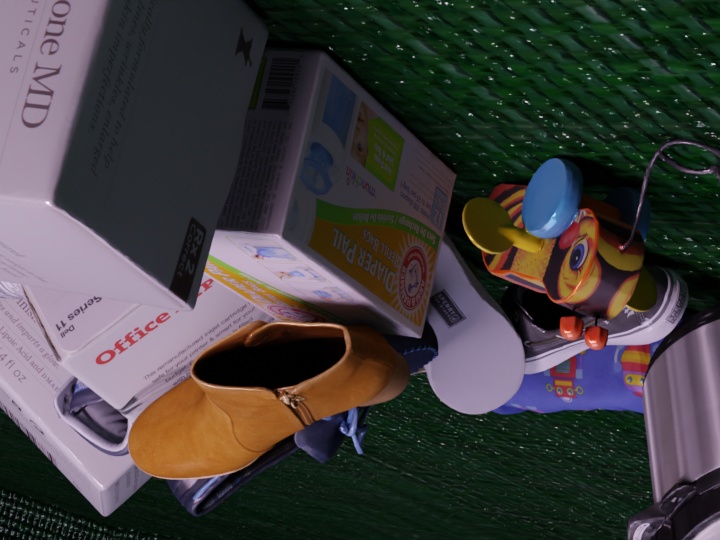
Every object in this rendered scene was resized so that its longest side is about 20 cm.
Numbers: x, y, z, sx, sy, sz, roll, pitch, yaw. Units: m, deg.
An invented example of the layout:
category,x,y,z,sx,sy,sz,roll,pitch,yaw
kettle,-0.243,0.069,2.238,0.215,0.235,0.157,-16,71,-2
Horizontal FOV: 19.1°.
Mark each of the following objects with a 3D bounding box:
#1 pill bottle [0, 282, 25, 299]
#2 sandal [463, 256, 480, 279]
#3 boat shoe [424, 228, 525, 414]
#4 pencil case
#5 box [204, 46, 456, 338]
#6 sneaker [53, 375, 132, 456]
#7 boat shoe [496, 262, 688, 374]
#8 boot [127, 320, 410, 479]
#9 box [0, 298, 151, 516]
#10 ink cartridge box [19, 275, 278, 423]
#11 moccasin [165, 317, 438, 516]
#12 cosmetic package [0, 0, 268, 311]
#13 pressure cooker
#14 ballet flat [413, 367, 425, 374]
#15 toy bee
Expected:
category,x,y,z,sx,sy,sz,roll,pitch,yaw
pill bottle,-0.219,-0.032,1.491,0.200,0.106,0.106,3,163,40
sandal,0.000,0.000,1.466,0.087,0.080,0.200,9,165,34
boat shoe,0.056,0.019,1.422,0.069,0.057,0.200,-26,135,4
pencil case,0.174,0.069,1.559,0.087,0.078,0.200,-8,-175,-43
box,-0.035,-0.042,1.243,0.101,0.113,0.200,6,166,27
sneaker,-0.182,0.039,1.538,0.070,0.200,0.108,-27,175,35
boat shoe,0.132,0.024,1.444,0.066,0.070,0.200,28,161,-28
boot,-0.077,0.071,1.281,0.201,0.071,0.144,-18,164,17
box,-0.224,0.076,1.713,0.199,0.131,0.200,45,167,5
ink cartridge box,-0.108,0.030,1.395,0.083,0.147,0.200,56,-177,34
moccasin,-0.033,0.097,1.381,0.200,0.068,0.080,-30,153,13
cosmetic package,-0.180,-0.091,1.082,0.200,0.165,0.165,7,165,23
pressure cooker,0.271,0.137,1.376,0.179,0.200,0.176,30,130,-31
ballet flat,0.011,0.041,1.599,0.200,0.075,0.068,22,-158,-35
toy bee,0.120,-0.010,1.229,0.131,0.109,0.200,17,167,-3
